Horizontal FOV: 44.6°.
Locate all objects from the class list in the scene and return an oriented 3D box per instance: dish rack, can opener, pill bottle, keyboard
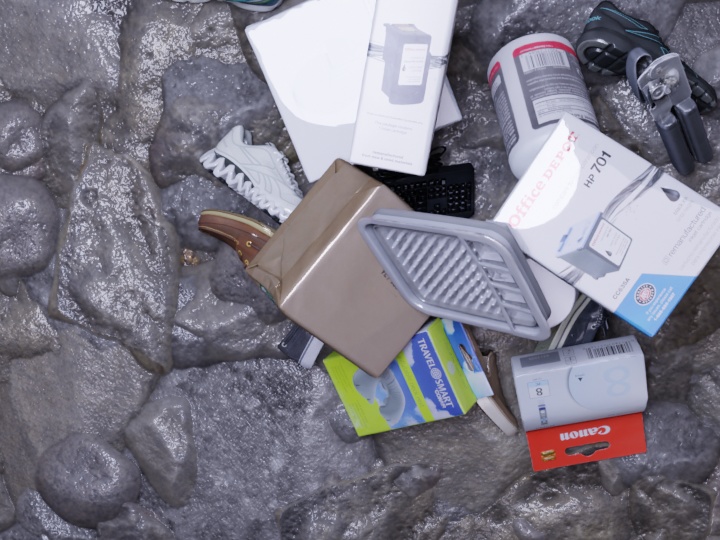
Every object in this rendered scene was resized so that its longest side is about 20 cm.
[{"bbox_3d":[0.106,-0.005,0.937,0.044,0.200,0.172,-57,133,-24],"label":"dish rack"},{"bbox_3d":[0.370,-0.194,1.052,0.053,0.067,0.200,-35,139,10],"label":"can opener"},{"bbox_3d":[0.205,0.008,1.067,0.112,0.200,0.113,1,101,5],"label":"pill bottle"},{"bbox_3d":[0.052,-0.095,1.110,0.199,0.040,0.104,-10,113,-10],"label":"keyboard"},{"bbox_3d":[0.221,-0.169,1.034,0.110,0.111,0.201,-12,63,7],"label":"pill bottle"}]

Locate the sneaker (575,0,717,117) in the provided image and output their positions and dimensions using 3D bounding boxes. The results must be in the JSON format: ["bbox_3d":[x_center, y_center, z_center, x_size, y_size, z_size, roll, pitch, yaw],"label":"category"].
[{"bbox_3d":[0.357,-0.258,1.068,0.200,0.075,0.079,27,65,-17],"label":"sneaker"}]

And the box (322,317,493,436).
[{"bbox_3d":[0.059,0.140,1.142,0.200,0.048,0.122,-20,99,36],"label":"box"}]

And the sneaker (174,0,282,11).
[{"bbox_3d":[-0.191,-0.374,1.095,0.199,0.080,0.078,8,101,4],"label":"sneaker"}]

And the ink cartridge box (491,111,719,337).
[{"bbox_3d":[0.254,-0.048,0.908,0.200,0.086,0.147,34,99,7],"label":"ink cartridge box"}]

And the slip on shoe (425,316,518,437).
[{"bbox_3d":[0.156,0.129,1.164,0.061,0.076,0.200,-37,89,-2],"label":"slip on shoe"}]

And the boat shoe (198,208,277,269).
[{"bbox_3d":[-0.130,-0.026,1.134,0.200,0.072,0.068,20,83,19],"label":"boat shoe"}]

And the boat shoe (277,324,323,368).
[{"bbox_3d":[-0.053,0.033,1.167,0.066,0.070,0.200,26,108,0],"label":"boat shoe"}]

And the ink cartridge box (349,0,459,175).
[{"bbox_3d":[0.049,-0.212,0.945,0.084,0.145,0.201,11,101,2],"label":"ink cartridge box"}]

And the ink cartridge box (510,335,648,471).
[{"bbox_3d":[0.290,0.187,1.139,0.160,0.047,0.201,-12,118,8],"label":"ink cartridge box"}]

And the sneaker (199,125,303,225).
[{"bbox_3d":[-0.114,-0.114,1.120,0.200,0.075,0.081,37,87,19],"label":"sneaker"}]

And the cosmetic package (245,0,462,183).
[{"bbox_3d":[-0.003,-0.241,1.080,0.199,0.123,0.200,-21,98,10],"label":"cosmetic package"}]

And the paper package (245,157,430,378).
[{"bbox_3d":[0.000,0.000,1.052,0.191,0.103,0.200,-51,131,-1],"label":"paper package"}]

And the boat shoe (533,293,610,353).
[{"bbox_3d":[0.294,0.054,1.135,0.062,0.075,0.200,24,107,-5],"label":"boat shoe"}]
